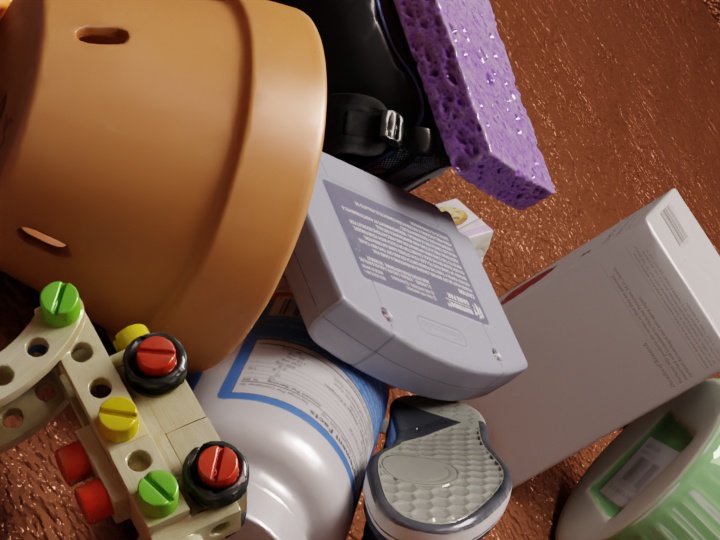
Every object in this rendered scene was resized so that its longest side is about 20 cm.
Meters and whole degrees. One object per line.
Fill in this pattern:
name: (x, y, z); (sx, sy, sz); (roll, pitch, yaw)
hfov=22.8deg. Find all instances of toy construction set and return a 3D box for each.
toy construction set: (-0.126, 0.093, 0.794); (0.201, 0.131, 0.092); (63, -19, 13)

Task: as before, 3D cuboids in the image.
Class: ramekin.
ramekin: (0.234, 0.172, 1.288); (0.098, 0.200, 0.200); (44, 25, -8)

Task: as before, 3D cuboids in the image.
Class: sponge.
sponge: (0.059, -0.139, 1.085); (0.111, 0.030, 0.201); (23, 46, -61)

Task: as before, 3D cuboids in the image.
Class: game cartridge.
game cartridge: (0.018, 0.006, 1.004); (0.200, 0.041, 0.133); (22, 35, -53)

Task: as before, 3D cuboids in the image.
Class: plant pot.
plant pot: (-0.124, -0.062, 0.918); (0.140, 0.200, 0.201); (18, 40, -25)

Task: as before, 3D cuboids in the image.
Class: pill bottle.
pill bottle: (-0.053, 0.101, 0.928); (0.112, 0.112, 0.200); (50, 25, -14)

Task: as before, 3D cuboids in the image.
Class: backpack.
backpack: (-0.038, -0.109, 1.127); (0.154, 0.190, 0.201); (25, 43, -59)

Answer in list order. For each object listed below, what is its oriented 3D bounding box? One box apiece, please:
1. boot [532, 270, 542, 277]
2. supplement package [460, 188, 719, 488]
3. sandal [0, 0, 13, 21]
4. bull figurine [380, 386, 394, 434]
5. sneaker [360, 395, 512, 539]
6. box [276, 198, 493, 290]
boot: (0.206, 0.085, 1.495); (0.200, 0.074, 0.155); (45, 22, 4)
supplement package: (0.169, 0.049, 1.302); (0.120, 0.200, 0.121); (56, 23, 0)
sandal: (-0.237, -0.130, 0.909); (0.059, 0.079, 0.207); (51, 23, 1)
bull figurine: (0.004, 0.032, 1.157); (0.121, 0.065, 0.200); (20, 35, 4)
sneaker: (0.031, 0.161, 0.948); (0.077, 0.147, 0.202); (11, 10, 3)
box: (0.000, 0.000, 1.108); (0.199, 0.039, 0.041); (-17, 46, -40)
